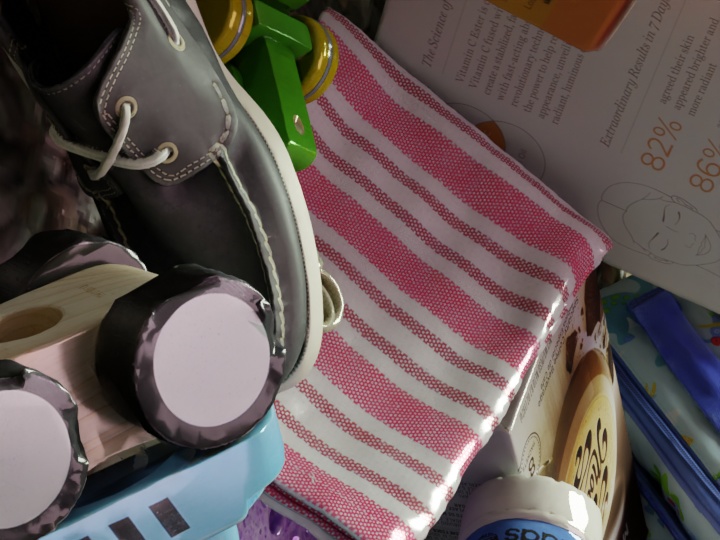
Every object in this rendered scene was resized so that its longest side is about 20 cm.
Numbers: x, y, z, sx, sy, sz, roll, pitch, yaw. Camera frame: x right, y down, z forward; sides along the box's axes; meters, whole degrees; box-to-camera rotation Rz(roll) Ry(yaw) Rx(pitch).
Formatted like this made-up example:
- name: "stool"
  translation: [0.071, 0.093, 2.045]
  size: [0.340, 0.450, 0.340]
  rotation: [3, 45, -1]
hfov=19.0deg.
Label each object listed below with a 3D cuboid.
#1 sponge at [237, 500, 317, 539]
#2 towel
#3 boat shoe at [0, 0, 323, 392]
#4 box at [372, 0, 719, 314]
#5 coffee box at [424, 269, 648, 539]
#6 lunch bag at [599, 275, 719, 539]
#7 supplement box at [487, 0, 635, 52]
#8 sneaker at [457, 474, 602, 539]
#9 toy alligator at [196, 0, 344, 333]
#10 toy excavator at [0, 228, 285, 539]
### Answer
- name: "sponge"
  translation: [-0.069, 0.104, 0.741]
  size: [0.200, 0.030, 0.112]
  rotation: [-33, 120, -57]
- name: "towel"
  translation: [0.000, 0.000, 0.761]
  size: [0.146, 0.030, 0.200]
  rotation: [39, 48, -2]
- name: "boat shoe"
  translation: [-0.074, -0.049, 0.656]
  size: [0.068, 0.072, 0.201]
  rotation: [-29, 98, -59]
- name: "box"
  translation: [0.114, -0.092, 0.843]
  size: [0.106, 0.199, 0.153]
  rotation: [-59, 171, -41]
- name: "coffee box"
  translation: [0.058, 0.085, 0.892]
  size: [0.200, 0.079, 0.113]
  rotation: [73, 31, -44]
- name: "lunch bag"
  translation: [0.165, 0.100, 1.007]
  size: [0.200, 0.082, 0.161]
  rotation: [57, -11, 46]
- name: "supplement box"
  translation: [0.011, -0.155, 0.709]
  size: [0.067, 0.199, 0.069]
  rotation: [-66, -178, -37]
- name: "sneaker"
  translation: [0.056, 0.180, 0.821]
  size: [0.200, 0.076, 0.112]
  rotation: [94, 7, -48]
- name: "toy alligator"
  translation: [-0.044, -0.067, 0.726]
  size: [0.059, 0.054, 0.201]
  rotation: [20, 56, -51]
- name: "toy excavator"
  translation: [-0.099, 0.112, 0.597]
  size: [0.194, 0.100, 0.201]
  rotation: [-25, 110, -29]
